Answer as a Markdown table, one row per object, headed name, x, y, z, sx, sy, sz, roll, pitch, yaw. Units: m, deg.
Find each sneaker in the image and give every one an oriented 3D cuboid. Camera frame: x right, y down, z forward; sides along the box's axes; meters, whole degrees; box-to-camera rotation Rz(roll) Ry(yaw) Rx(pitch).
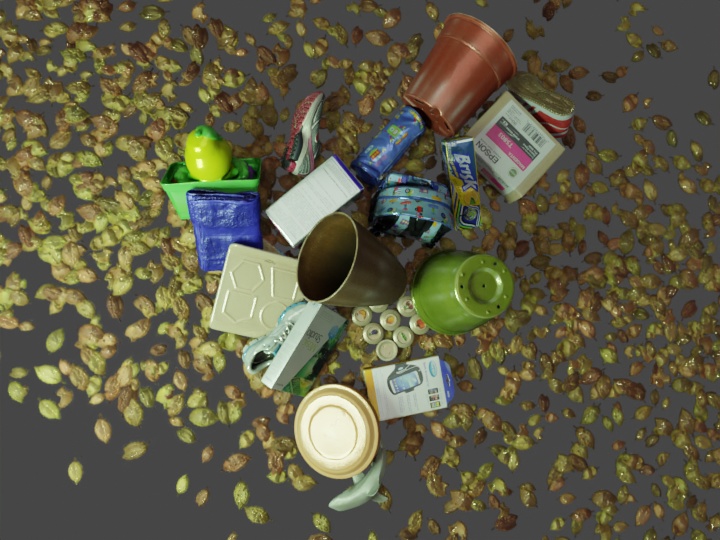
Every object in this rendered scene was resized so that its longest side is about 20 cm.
| name | x | y | z | sx | sy | sz | roll | pitch | yaw |
| --- | --- | --- | --- | --- | --- | --- | --- | --- | --- |
| sneaker | -0.119 | -0.310 | 1.150 | 0.074 | 0.080 | 0.201 | 19 | 84 | -33 |
| sneaker | 0.422 | -0.392 | 1.215 | 0.071 | 0.113 | 0.200 | -39 | 61 | -4 |
| sneaker | -0.167 | 0.151 | 1.076 | 0.200 | 0.087 | 0.075 | -44 | 109 | 1 |

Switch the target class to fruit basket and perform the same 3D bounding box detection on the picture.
| name | x | y | z | sx | sy | sz | roll | pitch | yaw |
| --- | --- | --- | --- | --- | --- | --- | --- | --- | --- |
| fruit basket | -0.310 | -0.216 | 1.054 | 0.214 | 0.156 | 0.217 | -4 | 122 | -6 |

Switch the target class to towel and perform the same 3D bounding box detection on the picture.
| name | x | y | z | sx | sy | sz | roll | pitch | yaw |
| --- | --- | --- | --- | --- | --- | --- | --- | --- | --- |
| towel | -0.281 | -0.077 | 1.063 | 0.146 | 0.201 | 0.050 | 2 | 43 | -5 |

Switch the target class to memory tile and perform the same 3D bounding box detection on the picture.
| name | x | y | z | sx | sy | sz | roll | pitch | yaw |
| --- | --- | --- | --- | --- | --- | --- | --- | --- | --- |
| memory tile | 0.056 | 0.093 | 1.166 | 0.153 | 0.017 | 0.201 | -35 | 91 | -7 |

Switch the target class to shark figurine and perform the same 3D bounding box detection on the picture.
| name | x | y | z | sx | sy | sz | roll | pitch | yaw |
| --- | --- | --- | --- | --- | --- | --- | --- | --- | --- |
| shark figurine | 0.027 | 0.443 | 1.108 | 0.127 | 0.089 | 0.216 | 21 | 87 | -6 |

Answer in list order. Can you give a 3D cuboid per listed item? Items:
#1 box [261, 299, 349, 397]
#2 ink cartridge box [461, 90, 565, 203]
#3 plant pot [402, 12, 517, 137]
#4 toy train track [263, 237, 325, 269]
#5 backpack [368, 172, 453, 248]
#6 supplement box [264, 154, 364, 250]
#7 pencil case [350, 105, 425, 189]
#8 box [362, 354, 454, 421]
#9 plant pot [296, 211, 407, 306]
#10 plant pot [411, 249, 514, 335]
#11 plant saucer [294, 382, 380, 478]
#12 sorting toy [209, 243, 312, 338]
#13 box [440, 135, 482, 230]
| name | x | y | z | sx | sy | sz | roll | pitch | yaw |
| --- | --- | --- | --- | --- | --- | --- | --- | --- | --- |
| box | -0.113 | 0.169 | 1.085 | 0.036 | 0.144 | 0.201 | 29 | 84 | 31 |
| ink cartridge box | 0.349 | -0.288 | 1.189 | 0.200 | 0.075 | 0.165 | 43 | 83 | -2 |
| plant pot | 0.209 | -0.422 | 1.135 | 0.200 | 0.201 | 0.196 | 38 | 92 | -2 |
| toy train track | -0.147 | -0.003 | 1.143 | 0.200 | 0.033 | 0.115 | 39 | 105 | 4 |
| backpack | 0.115 | -0.134 | 1.093 | 0.181 | 0.200 | 0.136 | 11 | 86 | -4 |
| supplement box | -0.102 | -0.147 | 1.122 | 0.200 | 0.101 | 0.103 | -41 | 91 | -7 |
| pencil case | 0.067 | -0.281 | 1.157 | 0.087 | 0.078 | 0.200 | 39 | 83 | 27 |
| box | 0.111 | 0.265 | 1.151 | 0.198 | 0.041 | 0.120 | -9 | 87 | -9 |
| plant pot | 0.000 | 0.000 | 1.063 | 0.199 | 0.186 | 0.188 | 21 | 83 | -40 |
| plant pot | 0.230 | 0.041 | 1.090 | 0.199 | 0.193 | 0.202 | 1 | 84 | -9 |
| plant saucer | -0.055 | 0.347 | 1.090 | 0.199 | 0.032 | 0.202 | -1 | 86 | 20 |
| sorting toy | -0.216 | 0.053 | 1.102 | 0.184 | 0.036 | 0.201 | 14 | 102 | -15 |
| box | 0.228 | -0.198 | 1.138 | 0.064 | 0.070 | 0.201 | -10 | 108 | 2 |
